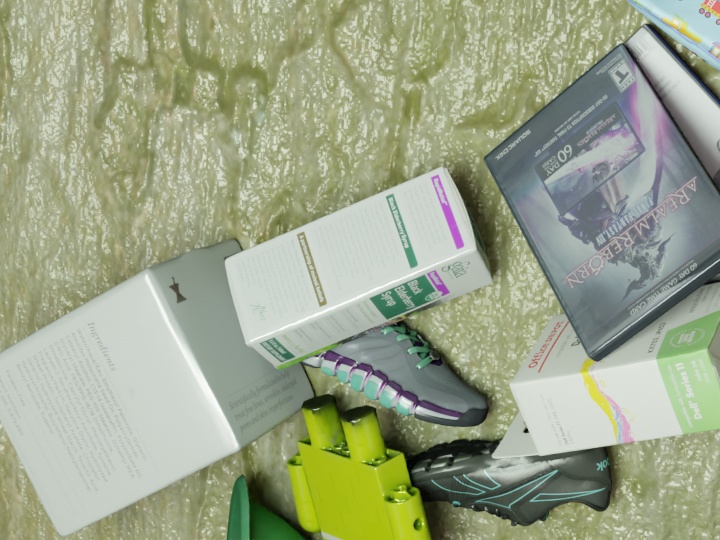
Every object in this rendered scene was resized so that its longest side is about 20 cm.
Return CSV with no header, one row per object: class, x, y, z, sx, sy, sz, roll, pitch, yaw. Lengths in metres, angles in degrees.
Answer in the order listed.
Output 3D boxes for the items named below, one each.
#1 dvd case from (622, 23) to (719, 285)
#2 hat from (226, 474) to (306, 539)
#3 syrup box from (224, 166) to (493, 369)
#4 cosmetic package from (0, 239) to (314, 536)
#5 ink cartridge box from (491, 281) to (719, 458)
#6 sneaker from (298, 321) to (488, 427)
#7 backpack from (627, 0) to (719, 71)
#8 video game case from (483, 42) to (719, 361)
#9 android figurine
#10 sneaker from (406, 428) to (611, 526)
dvd case,0.237,-0.068,1.108,0.150,0.025,0.200,-44,83,22
hat,-0.028,0.278,1.250,0.174,0.166,0.201,3,131,-10
syrup box,0.000,0.000,1.144,0.198,0.079,0.082,-22,67,8
cosmetic package,-0.181,0.097,1.218,0.199,0.165,0.166,-27,90,24
ink cartridge box,0.193,0.077,1.084,0.199,0.117,0.068,-14,109,32
sneaker,0.023,0.060,1.187,0.199,0.074,0.088,23,102,16
backpack,0.293,-0.241,0.999,0.182,0.134,0.201,41,108,8
video game case,0.185,-0.053,1.052,0.143,0.019,0.201,-39,53,22
android figurine,0.002,0.207,1.197,0.181,0.041,0.202,10,116,54
sneaker,0.112,0.178,1.173,0.198,0.075,0.080,-15,97,22
